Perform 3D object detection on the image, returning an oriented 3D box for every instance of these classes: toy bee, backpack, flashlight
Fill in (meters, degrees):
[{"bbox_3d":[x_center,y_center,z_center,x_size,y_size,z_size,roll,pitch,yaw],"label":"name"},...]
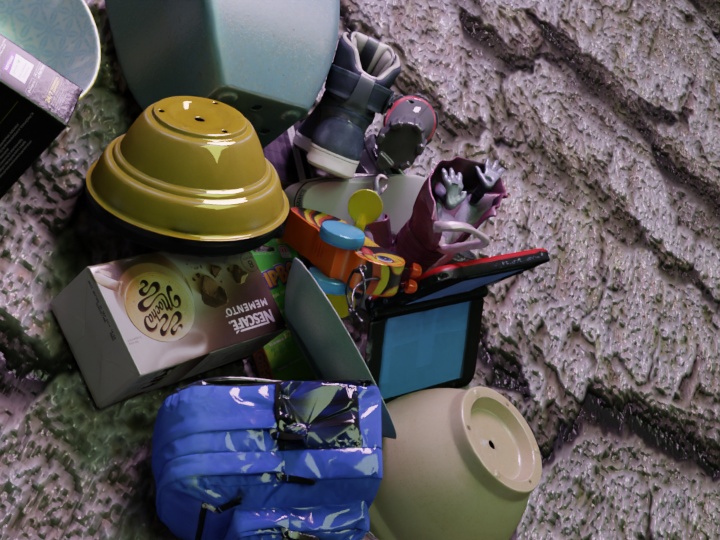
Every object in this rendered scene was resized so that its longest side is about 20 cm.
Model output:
[{"bbox_3d":[0.000,0.000,1.415,0.108,0.132,0.201,8,41,-28],"label":"toy bee"},{"bbox_3d":[-0.087,0.181,1.246,0.197,0.163,0.169,5,55,-9],"label":"backpack"},{"bbox_3d":[0.054,-0.158,1.578,0.200,0.067,0.069,-73,162,-78],"label":"flashlight"}]

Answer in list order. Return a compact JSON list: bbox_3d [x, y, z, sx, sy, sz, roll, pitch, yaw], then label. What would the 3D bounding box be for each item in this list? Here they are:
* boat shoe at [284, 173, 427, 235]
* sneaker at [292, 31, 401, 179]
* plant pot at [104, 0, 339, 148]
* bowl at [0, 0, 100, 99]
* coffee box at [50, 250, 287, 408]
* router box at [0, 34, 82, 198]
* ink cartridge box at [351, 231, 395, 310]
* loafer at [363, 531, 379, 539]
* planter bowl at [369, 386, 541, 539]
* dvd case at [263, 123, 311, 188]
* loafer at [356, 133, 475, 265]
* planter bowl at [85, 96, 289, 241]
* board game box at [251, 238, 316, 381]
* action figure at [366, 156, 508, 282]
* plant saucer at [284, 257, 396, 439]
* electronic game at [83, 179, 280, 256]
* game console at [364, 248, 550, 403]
[{"bbox_3d":[0.007,-0.074,1.552,0.198,0.066,0.073,-5,106,-31],"label":"boat shoe"},{"bbox_3d":[-0.015,-0.186,1.533,0.076,0.148,0.202,18,8,-13],"label":"sneaker"},{"bbox_3d":[-0.138,-0.239,1.479,0.195,0.195,0.202,11,60,-38],"label":"plant pot"},{"bbox_3d":[-0.357,-0.210,1.324,0.199,0.107,0.202,25,47,-30],"label":"bowl"},{"bbox_3d":[-0.179,0.044,1.341,0.199,0.080,0.114,-15,74,-49],"label":"coffee box"},{"bbox_3d":[-0.351,-0.130,1.202,0.148,0.199,0.051,34,46,-22],"label":"router box"},{"bbox_3d":[0.023,0.001,1.602,0.199,0.039,0.100,30,45,-28],"label":"ink cartridge box"},{"bbox_3d":[0.005,0.278,1.369,0.200,0.072,0.063,42,37,-10],"label":"loafer"},{"bbox_3d":[0.101,0.203,1.441,0.199,0.134,0.202,32,38,-29],"label":"planter bowl"},{"bbox_3d":[-0.148,-0.169,1.571,0.198,0.016,0.150,9,56,-40],"label":"dvd case"},{"bbox_3d":[0.061,-0.076,1.628,0.200,0.071,0.068,44,15,13],"label":"loafer"},{"bbox_3d":[-0.159,-0.112,1.340,0.198,0.084,0.201,10,27,-5],"label":"planter bowl"},{"bbox_3d":[-0.079,0.060,1.469,0.095,0.030,0.202,-2,67,-46],"label":"board game box"},{"bbox_3d":[0.076,-0.030,1.476,0.133,0.200,0.150,19,44,-27],"label":"action figure"},{"bbox_3d":[-0.030,0.085,1.366,0.038,0.201,0.202,-29,83,-7],"label":"plant saucer"},{"bbox_3d":[-0.174,-0.069,1.389,0.197,0.042,0.201,10,27,-5],"label":"electronic game"},{"bbox_3d":[0.105,0.063,1.520,0.199,0.171,0.120,-10,80,-47],"label":"game console"}]
